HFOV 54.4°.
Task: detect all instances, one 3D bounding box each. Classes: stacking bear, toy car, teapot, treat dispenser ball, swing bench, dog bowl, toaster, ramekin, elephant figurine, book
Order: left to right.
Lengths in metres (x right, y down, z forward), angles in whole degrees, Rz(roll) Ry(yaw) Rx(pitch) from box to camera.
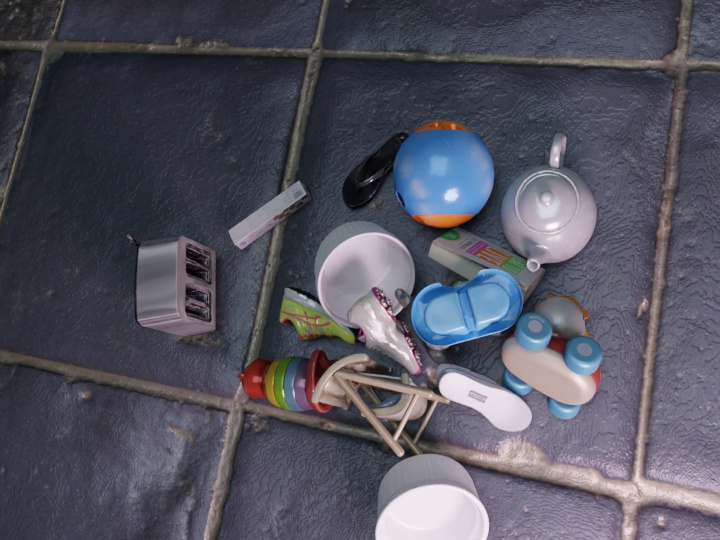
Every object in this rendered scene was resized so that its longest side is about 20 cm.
[{"bbox_3d":[-0.391,0.031,1.484,0.116,0.200,0.185,-9,73,19],"label":"toaster"},{"bbox_3d":[-0.152,0.223,1.415,0.196,0.121,0.116,0,69,27],"label":"stacking bear"},{"bbox_3d":[0.000,0.000,1.373,0.199,0.201,0.105,-41,29,4],"label":"ramekin"},{"bbox_3d":[0.041,0.238,1.297,0.197,0.199,0.132,28,85,20],"label":"swing bench"},{"bbox_3d":[0.120,0.423,1.234,0.195,0.098,0.205,-1,116,-3],"label":"ramekin"},{"bbox_3d":[0.160,-0.186,1.360,0.196,0.201,0.206,-4,75,16],"label":"treat dispenser ball"},{"bbox_3d":[0.196,0.077,1.339,0.198,0.157,0.142,-32,37,-3],"label":"elephant figurine"},{"bbox_3d":[0.189,0.071,1.238,0.195,0.050,0.114,-16,69,9],"label":"dog bowl"},{"bbox_3d":[0.242,-0.015,1.337,0.197,0.133,0.049,28,119,20],"label":"book"},{"bbox_3d":[0.352,-0.120,1.315,0.195,0.146,0.202,-33,69,7],"label":"teapot"},{"bbox_3d":[0.366,0.122,1.265,0.174,0.186,0.201,25,56,20],"label":"toy car"}]

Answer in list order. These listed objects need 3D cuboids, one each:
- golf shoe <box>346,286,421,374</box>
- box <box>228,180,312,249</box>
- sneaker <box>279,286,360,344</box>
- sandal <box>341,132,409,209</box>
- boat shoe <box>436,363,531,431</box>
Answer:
[{"bbox_3d":[0.048,0.128,1.351,0.090,0.076,0.202,-30,110,9],"label":"golf shoe"},{"bbox_3d":[-0.199,-0.122,1.544,0.198,0.039,0.042,-35,68,7],"label":"box"},{"bbox_3d":[-0.086,0.111,1.441,0.197,0.078,0.092,27,94,27],"label":"sneaker"},{"bbox_3d":[0.030,-0.220,1.494,0.200,0.043,0.076,-47,68,2],"label":"sandal"},{"bbox_3d":[0.225,0.230,1.295,0.196,0.066,0.073,23,106,-10],"label":"boat shoe"}]
